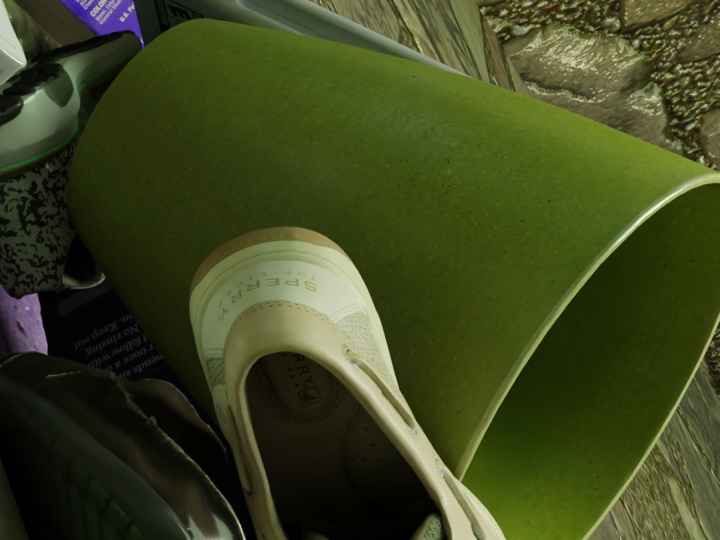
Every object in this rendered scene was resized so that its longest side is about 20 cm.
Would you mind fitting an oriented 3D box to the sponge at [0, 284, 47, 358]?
[{"bbox_3d":[-0.159,-0.007,1.072,0.112,0.030,0.200,53,13,-44],"label":"sponge"}]

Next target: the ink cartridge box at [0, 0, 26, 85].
[{"bbox_3d":[-0.183,-0.136,0.912,0.109,0.050,0.200,40,15,-44],"label":"ink cartridge box"}]

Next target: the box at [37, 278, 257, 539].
[{"bbox_3d":[-0.032,0.090,1.195,0.197,0.117,0.200,49,19,-50],"label":"box"}]

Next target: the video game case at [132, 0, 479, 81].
[{"bbox_3d":[-0.003,-0.052,1.148,0.182,0.023,0.200,27,-18,11],"label":"video game case"}]

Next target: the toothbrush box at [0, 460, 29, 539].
[{"bbox_3d":[-0.150,0.082,0.754,0.200,0.086,0.146,66,11,24],"label":"toothbrush box"}]

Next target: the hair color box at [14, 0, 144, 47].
[{"bbox_3d":[-0.152,-0.167,1.231,0.200,0.065,0.109,42,-7,-37],"label":"hair color box"}]

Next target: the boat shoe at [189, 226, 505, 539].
[{"bbox_3d":[0.003,0.082,0.851,0.065,0.072,0.200,-102,171,-58],"label":"boat shoe"}]

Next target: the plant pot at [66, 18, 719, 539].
[{"bbox_3d":[0.000,0.000,1.000,0.200,0.187,0.187,32,0,22],"label":"plant pot"}]

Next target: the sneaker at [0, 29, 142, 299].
[{"bbox_3d":[-0.122,-0.037,1.095,0.200,0.077,0.089,-54,131,-74],"label":"sneaker"}]

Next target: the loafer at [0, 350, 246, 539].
[{"bbox_3d":[-0.071,0.058,0.845,0.200,0.071,0.073,-150,-131,-62],"label":"loafer"}]
